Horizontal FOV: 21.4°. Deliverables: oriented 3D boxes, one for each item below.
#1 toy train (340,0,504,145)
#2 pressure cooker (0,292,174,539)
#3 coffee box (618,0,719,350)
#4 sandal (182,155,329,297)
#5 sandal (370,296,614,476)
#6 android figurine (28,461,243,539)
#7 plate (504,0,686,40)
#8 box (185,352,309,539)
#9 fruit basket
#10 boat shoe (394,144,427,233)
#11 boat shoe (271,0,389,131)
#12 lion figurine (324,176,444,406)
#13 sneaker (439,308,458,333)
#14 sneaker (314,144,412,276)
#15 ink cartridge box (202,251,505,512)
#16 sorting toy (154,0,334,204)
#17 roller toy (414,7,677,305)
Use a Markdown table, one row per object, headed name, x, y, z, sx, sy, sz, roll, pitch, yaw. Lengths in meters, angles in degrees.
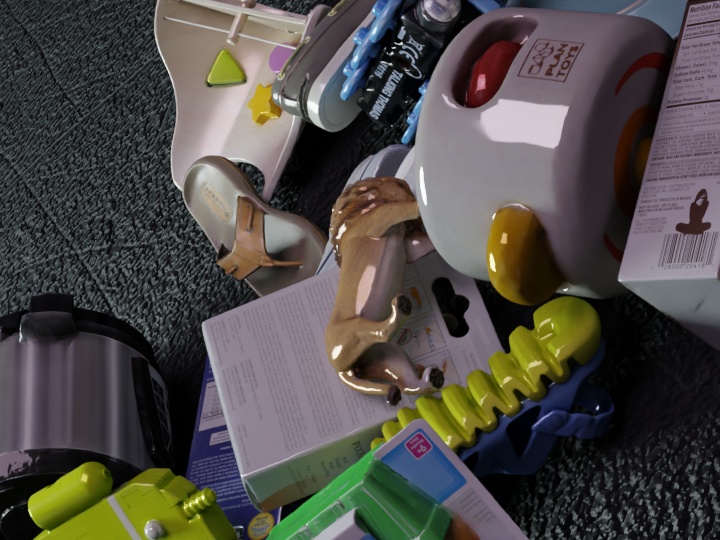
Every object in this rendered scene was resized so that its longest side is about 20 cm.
| name | x | y | z | sx | sy | sz | roll | pitch | yaw |
| --- | --- | --- | --- | --- | --- | --- | --- | --- | --- |
| toy train | 0.051 | -0.174 | 1.410 | 0.114 | 0.087 | 0.200 | -54 | -1 | -22 |
| pressure cooker | -0.247 | 0.122 | 1.553 | 0.176 | 0.178 | 0.201 | -34 | 44 | 31 |
| coffee box | 0.246 | -0.063 | 1.198 | 0.080 | 0.114 | 0.201 | -3 | 63 | 46 |
| sandal | -0.094 | -0.029 | 1.559 | 0.200 | 0.054 | 0.081 | 42 | 117 | 36 |
| sandal | 0.090 | 0.108 | 1.255 | 0.200 | 0.087 | 0.080 | -34 | 28 | 11 |
| android figurine | -0.169 | 0.227 | 1.435 | 0.200 | 0.182 | 0.041 | -29 | 5 | 26 |
| plate | 0.181 | -0.211 | 1.382 | 0.200 | 0.026 | 0.201 | -23 | 36 | 18 |
| box | -0.083 | 0.130 | 1.489 | 0.121 | 0.032 | 0.201 | -16 | 54 | 41 |
| fruit basket | 0.034 | 0.219 | 1.197 | 0.185 | 0.200 | 0.094 | -39 | 0 | 22 |
| boat shoe | 0.092 | -0.080 | 1.407 | 0.202 | 0.074 | 0.065 | -47 | 35 | 3 |
| boat shoe | 0.006 | -0.195 | 1.532 | 0.060 | 0.072 | 0.202 | 20 | 58 | 34 |
| lion figurine | 0.010 | 0.013 | 1.314 | 0.122 | 0.072 | 0.200 | -16 | 45 | 45 |
| sneaker | 0.026 | 0.113 | 1.349 | 0.075 | 0.070 | 0.201 | -26 | 48 | 43 |
| sneaker | 0.000 | 0.000 | 1.469 | 0.201 | 0.073 | 0.071 | -65 | 13 | -6 |
| ink cartridge box | -0.003 | 0.067 | 1.356 | 0.199 | 0.050 | 0.162 | -20 | 45 | 0 |
| sorting toy | -0.095 | -0.143 | 1.635 | 0.200 | 0.107 | 0.181 | 19 | 91 | 43 |
| roller toy | 0.134 | -0.077 | 1.242 | 0.139 | 0.200 | 0.183 | 10 | 101 | 35 |
